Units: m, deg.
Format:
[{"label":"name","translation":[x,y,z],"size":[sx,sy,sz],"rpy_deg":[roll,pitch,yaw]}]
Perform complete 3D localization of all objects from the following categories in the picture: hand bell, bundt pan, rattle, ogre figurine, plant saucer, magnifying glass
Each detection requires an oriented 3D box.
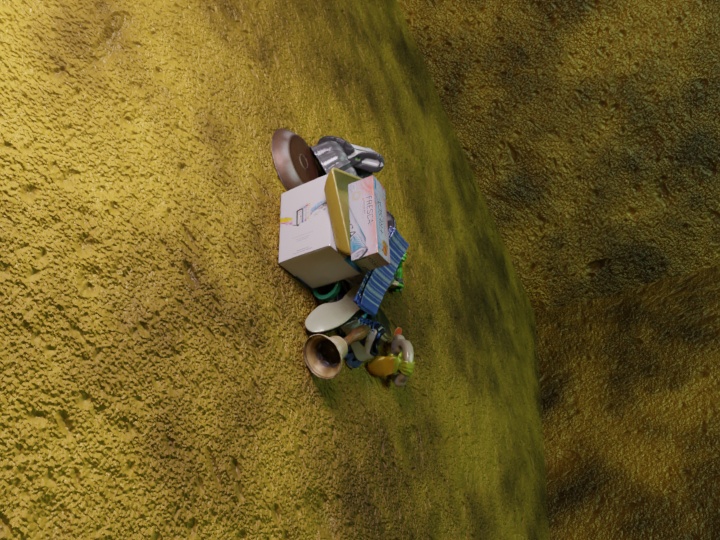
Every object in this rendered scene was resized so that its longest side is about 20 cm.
[{"label":"hand bell","translation":[-0.035,0.166,1.562],"size":[0.199,0.103,0.105],"rpy_deg":[-26,98,-56]},{"label":"bundt pan","translation":[-0.055,-0.261,1.793],"size":[0.203,0.075,0.202],"rpy_deg":[59,-2,3]},{"label":"rattle","translation":[0.070,0.230,1.897],"size":[0.201,0.141,0.131],"rpy_deg":[-104,-166,-48]},{"label":"ogre figurine","translation":[0.087,-0.021,2.036],"size":[0.199,0.097,0.121],"rpy_deg":[28,65,-40]},{"label":"plant saucer","translation":[-0.019,-0.119,1.544],"size":[0.199,0.048,0.202],"rpy_deg":[7,70,-64]},{"label":"magnifying glass","translation":[-0.092,-0.012,1.658],"size":[0.022,0.079,0.202],"rpy_deg":[39,30,-46]},{"label":"plant saucer","translation":[-0.158,-0.274,1.724],"size":[0.200,0.036,0.202],"rpy_deg":[46,35,-45]}]

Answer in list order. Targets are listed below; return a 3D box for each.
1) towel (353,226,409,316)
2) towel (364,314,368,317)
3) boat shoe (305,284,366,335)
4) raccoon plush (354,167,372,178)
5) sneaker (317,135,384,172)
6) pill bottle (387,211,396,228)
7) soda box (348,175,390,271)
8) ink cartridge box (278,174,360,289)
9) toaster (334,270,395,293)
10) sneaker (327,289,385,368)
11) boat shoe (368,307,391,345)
[{"label":"towel","translation":[0.054,0.007,1.586],"size":[0.202,0.024,0.145],"rpy_deg":[-63,156,-6]},{"label":"towel","translation":[0.004,0.042,1.888],"size":[0.148,0.021,0.200],"rpy_deg":[67,24,-16]},{"label":"boat shoe","translation":[-0.049,0.105,1.599],"size":[0.200,0.063,0.074],"rpy_deg":[-31,60,-35]},{"label":"raccoon plush","translation":[-0.005,-0.214,1.968],"size":[0.201,0.096,0.134],"rpy_deg":[63,33,-23]},{"label":"sneaker","translation":[-0.028,-0.333,1.940],"size":[0.115,0.198,0.076],"rpy_deg":[-89,-162,-78]},{"label":"pill bottle","translation":[0.044,-0.074,1.838],"size":[0.201,0.110,0.113],"rpy_deg":[83,2,-62]},{"label":"soda box","translation":[0.018,-0.104,1.472],"size":[0.064,0.068,0.202],"rpy_deg":[40,40,-51]},{"label":"ink cartridge box","translation":[-0.096,-0.090,1.595],"size":[0.147,0.143,0.202],"rpy_deg":[41,39,-49]},{"label":"toaster","translation":[0.000,0.000,1.721],"size":[0.130,0.113,0.201],"rpy_deg":[-51,139,-22]},{"label":"sneaker","translation":[0.001,0.137,1.694],"size":[0.080,0.114,0.202],"rpy_deg":[-23,95,-68]},{"label":"boat shoe","translation":[0.042,0.154,1.843],"size":[0.072,0.066,0.201],"rpy_deg":[51,8,-12]}]
